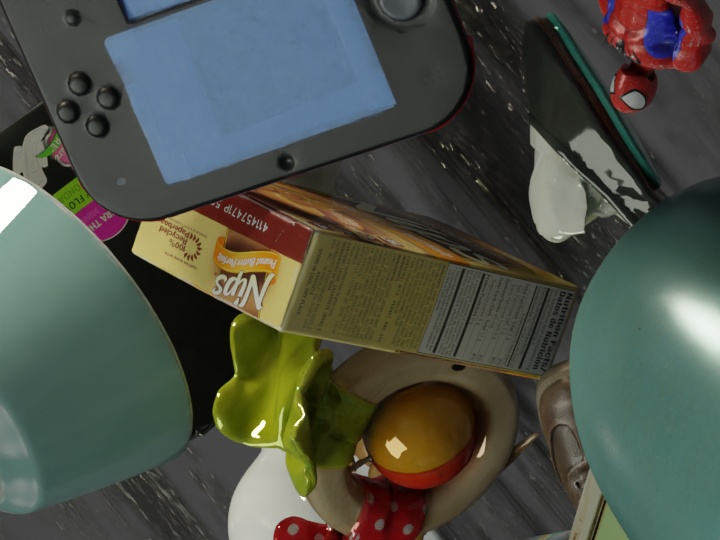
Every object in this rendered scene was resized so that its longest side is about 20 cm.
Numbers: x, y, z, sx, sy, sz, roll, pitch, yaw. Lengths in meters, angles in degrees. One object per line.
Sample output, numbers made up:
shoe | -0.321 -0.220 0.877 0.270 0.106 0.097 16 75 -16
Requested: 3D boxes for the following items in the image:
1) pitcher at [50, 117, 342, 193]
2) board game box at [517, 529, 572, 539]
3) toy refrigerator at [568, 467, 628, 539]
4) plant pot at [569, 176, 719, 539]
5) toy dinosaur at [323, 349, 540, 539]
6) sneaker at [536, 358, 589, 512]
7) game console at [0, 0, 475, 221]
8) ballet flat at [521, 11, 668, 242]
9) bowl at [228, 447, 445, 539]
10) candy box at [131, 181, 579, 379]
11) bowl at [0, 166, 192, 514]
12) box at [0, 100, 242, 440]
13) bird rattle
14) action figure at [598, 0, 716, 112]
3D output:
pitcher | -0.085 -0.083 1.388 0.121 0.171 0.200 47 155 24
board game box | 0.049 0.207 1.520 0.034 0.200 0.134 61 154 -2
toy refrigerator | 0.136 0.153 1.289 0.076 0.070 0.200 36 143 20
plant pot | 0.179 0.053 1.113 0.161 0.200 0.201 43 157 45
toy dinosaur | 0.026 0.113 1.603 0.200 0.060 0.107 26 144 42
sneaker | 0.145 0.128 1.382 0.076 0.070 0.200 -92 -22 -49
game console | -0.061 -0.123 1.236 0.199 0.031 0.177 -17 111 17
ballet flat | 0.121 -0.021 1.232 0.200 0.068 0.068 51 -175 3
bowl | -0.022 0.201 1.768 0.201 0.090 0.201 40 154 24
candy box | 0.000 0.000 1.355 0.200 0.056 0.115 11 -168 -47
bowl | -0.196 0.053 1.490 0.200 0.105 0.201 35 148 25
box | -0.120 -0.015 1.567 0.200 0.148 0.124 54 153 -5
bird rattle | 0.014 0.105 1.488 0.201 0.163 0.113 66 173 -30
action figure | 0.118 -0.134 1.129 0.065 0.052 0.200 34 153 25
